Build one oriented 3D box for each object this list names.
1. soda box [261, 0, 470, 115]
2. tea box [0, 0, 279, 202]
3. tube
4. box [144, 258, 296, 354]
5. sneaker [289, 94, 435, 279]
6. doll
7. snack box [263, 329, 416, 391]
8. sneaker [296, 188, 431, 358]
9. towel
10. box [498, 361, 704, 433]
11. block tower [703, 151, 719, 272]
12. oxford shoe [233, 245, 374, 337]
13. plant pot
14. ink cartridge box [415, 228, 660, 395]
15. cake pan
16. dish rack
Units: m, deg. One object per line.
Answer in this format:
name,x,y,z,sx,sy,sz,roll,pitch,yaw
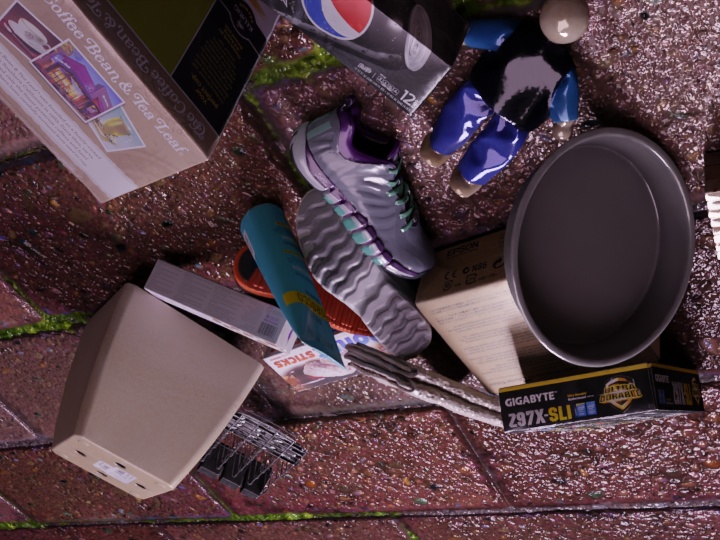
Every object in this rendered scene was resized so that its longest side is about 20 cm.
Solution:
soda box,-0.012,-0.217,0.741,0.198,0.071,0.063,35,137,-10
tea box,-0.190,-0.203,0.738,0.132,0.199,0.201,-15,130,33
tube,-0.069,0.015,0.939,0.050,0.202,0.077,-42,137,16
box,-0.156,0.039,1.064,0.197,0.042,0.039,19,167,28
sneaker,0.023,-0.073,0.901,0.087,0.075,0.200,-27,122,34
doll,0.120,-0.153,0.790,0.136,0.048,0.200,44,136,3
snack box,-0.026,0.098,1.144,0.197,0.025,0.072,-21,125,37
sneaker,0.000,0.000,0.989,0.074,0.082,0.202,-32,103,11
towel,0.081,0.131,1.049,0.198,0.035,0.131,25,176,-38
box,0.255,0.135,0.980,0.157,0.051,0.199,-13,165,31
block tower,0.348,-0.024,0.846,0.053,0.058,0.202,-6,132,26
oxford shoe,-0.046,0.026,1.053,0.196,0.072,0.073,23,162,-1
plant pot,-0.270,0.165,1.166,0.198,0.179,0.199,34,149,-17
ink cartridge box,0.181,0.035,0.958,0.197,0.076,0.165,-17,130,34
cake pan,0.204,-0.021,0.819,0.199,0.202,0.037,40,170,-24
dish rack,-0.166,0.250,1.345,0.151,0.055,0.200,29,137,-14
